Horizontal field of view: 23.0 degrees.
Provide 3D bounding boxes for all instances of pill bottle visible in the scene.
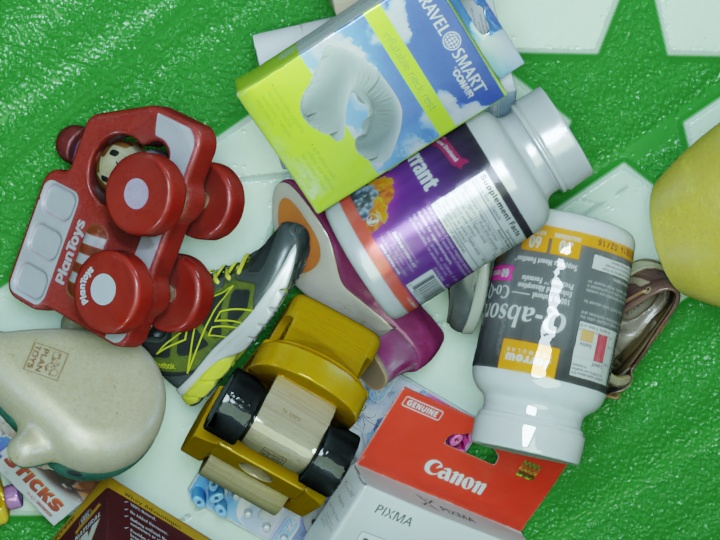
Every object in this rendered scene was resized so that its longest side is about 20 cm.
[{"bbox_3d":[0.081,-0.059,1.414,0.199,0.111,0.112,-32,108,4],"label":"pill bottle"},{"bbox_3d":[0.158,0.056,1.490,0.116,0.116,0.201,13,83,-9],"label":"pill bottle"}]

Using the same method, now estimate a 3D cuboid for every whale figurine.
[{"bbox_3d":[-0.267,0.105,1.505,0.199,0.160,0.104,21,145,-8],"label":"whale figurine"}]

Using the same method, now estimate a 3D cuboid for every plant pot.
[{"bbox_3d":[0.327,-0.044,1.482,0.141,0.200,0.201,-15,111,30],"label":"plant pot"}]

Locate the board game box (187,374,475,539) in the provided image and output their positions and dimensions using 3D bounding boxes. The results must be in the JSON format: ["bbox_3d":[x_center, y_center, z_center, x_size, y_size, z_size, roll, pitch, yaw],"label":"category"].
[{"bbox_3d":[-0.023,0.174,1.592,0.199,0.026,0.201,30,103,-13],"label":"board game box"}]

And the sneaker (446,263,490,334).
[{"bbox_3d":[0.057,-0.046,1.510,0.105,0.075,0.201,0,99,0],"label":"sneaker"}]

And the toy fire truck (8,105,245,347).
[{"bbox_3d":[-0.201,-0.042,1.450,0.167,0.112,0.201,25,102,27],"label":"toy fire truck"}]

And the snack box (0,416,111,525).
[{"bbox_3d":[-0.309,0.131,1.554,0.072,0.024,0.200,-38,107,7],"label":"snack box"}]

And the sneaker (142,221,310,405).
[{"bbox_3d":[-0.119,0.028,1.496,0.084,0.075,0.200,37,115,-3],"label":"sneaker"}]

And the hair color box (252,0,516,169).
[{"bbox_3d":[0.020,-0.159,1.447,0.199,0.061,0.100,-13,73,-1],"label":"hair color box"}]

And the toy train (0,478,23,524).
[{"bbox_3d":[-0.387,0.214,1.559,0.150,0.056,0.200,-39,107,7],"label":"toy train"}]

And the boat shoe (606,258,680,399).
[{"bbox_3d":[0.206,0.078,1.554,0.072,0.072,0.200,42,99,-19],"label":"boat shoe"}]

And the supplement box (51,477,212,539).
[{"bbox_3d":[-0.180,0.320,1.523,0.197,0.200,0.133,35,105,-20],"label":"supplement box"}]

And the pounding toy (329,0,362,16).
[{"bbox_3d":[0.007,-0.319,1.392,0.199,0.142,0.185,-14,119,-2],"label":"pounding toy"}]

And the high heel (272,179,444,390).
[{"bbox_3d":[0.000,0.000,1.535,0.067,0.096,0.201,-34,88,45],"label":"high heel"}]

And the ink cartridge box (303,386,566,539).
[{"bbox_3d":[0.076,0.217,1.581,0.199,0.044,0.174,25,106,-27],"label":"ink cartridge box"}]

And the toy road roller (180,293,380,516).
[{"bbox_3d":[-0.057,0.112,1.486,0.122,0.200,0.147,29,66,-5],"label":"toy road roller"}]

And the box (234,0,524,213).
[{"bbox_3d":[0.017,-0.148,1.370,0.199,0.048,0.122,-32,111,8],"label":"box"}]
